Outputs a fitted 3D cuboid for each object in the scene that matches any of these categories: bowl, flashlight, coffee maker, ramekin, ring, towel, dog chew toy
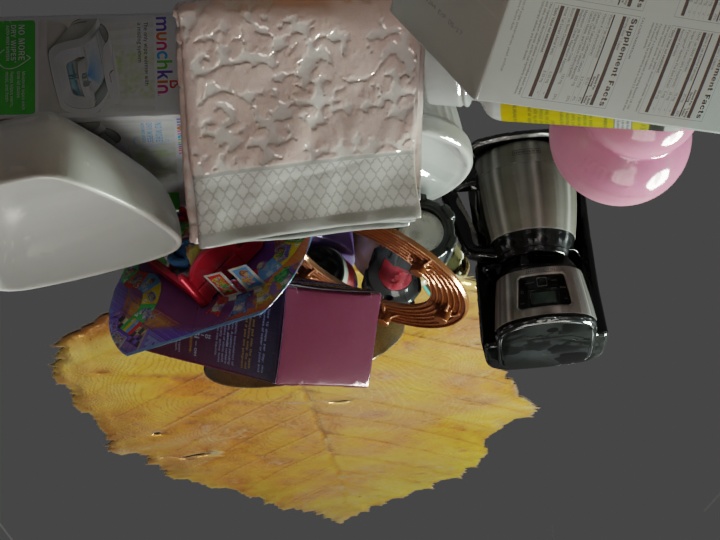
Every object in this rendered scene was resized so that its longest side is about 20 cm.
[{"bbox_3d":[-0.258,-0.056,1.483,0.199,0.075,0.200,-13,157,24],"label":"bowl"},{"bbox_3d":[0.041,-0.005,1.714,0.068,0.068,0.200,21,159,1],"label":"flashlight"},{"bbox_3d":[0.174,-0.011,1.818,0.134,0.201,0.192,-13,159,24],"label":"coffee maker"},{"bbox_3d":[-0.008,-0.122,1.614,0.201,0.095,0.202,-4,161,-2],"label":"ramekin"},{"bbox_3d":[0.000,0.000,1.651,0.200,0.019,0.201,23,158,10],"label":"ring"},{"bbox_3d":[-0.043,-0.119,1.463,0.199,0.192,0.032,-8,-165,-23],"label":"towel"},{"bbox_3d":[0.233,-0.140,1.598,0.124,0.125,0.200,-1,153,-11],"label":"dog chew toy"}]

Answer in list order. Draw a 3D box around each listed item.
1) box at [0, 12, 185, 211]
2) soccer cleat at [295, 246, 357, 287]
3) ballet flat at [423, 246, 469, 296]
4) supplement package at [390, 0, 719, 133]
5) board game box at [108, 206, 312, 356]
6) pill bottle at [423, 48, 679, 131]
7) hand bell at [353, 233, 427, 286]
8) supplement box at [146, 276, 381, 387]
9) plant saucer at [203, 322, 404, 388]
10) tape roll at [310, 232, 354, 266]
[{"bbox_3d":[-0.204,-0.126,1.550,0.175,0.097,0.200,-1,159,-5],"label":"box"},{"bbox_3d":[-0.099,0.027,1.806,0.199,0.069,0.073,-14,161,15],"label":"soccer cleat"},{"bbox_3d":[0.066,-0.028,1.975,0.065,0.071,0.200,-37,158,5],"label":"ballet flat"},{"bbox_3d":[0.153,-0.199,1.268,0.199,0.152,0.151,5,118,-27],"label":"supplement package"},{"bbox_3d":[-0.131,-0.018,1.536,0.199,0.158,0.039,-17,131,26],"label":"board game box"},{"bbox_3d":[0.153,-0.169,1.463,0.199,0.115,0.114,4,162,8],"label":"pill bottle"},{"bbox_3d":[0.044,-0.066,1.784,0.104,0.105,0.200,-4,158,-5],"label":"hand bell"},{"bbox_3d":[-0.091,0.045,1.659,0.110,0.086,0.200,6,-177,-42],"label":"supplement box"},{"bbox_3d":[-0.058,0.058,1.830,0.199,0.036,0.200,-11,-163,4],"label":"plant saucer"},{"bbox_3d":[-0.107,-0.040,1.836,0.199,0.085,0.200,-4,160,-1],"label":"tape roll"}]
